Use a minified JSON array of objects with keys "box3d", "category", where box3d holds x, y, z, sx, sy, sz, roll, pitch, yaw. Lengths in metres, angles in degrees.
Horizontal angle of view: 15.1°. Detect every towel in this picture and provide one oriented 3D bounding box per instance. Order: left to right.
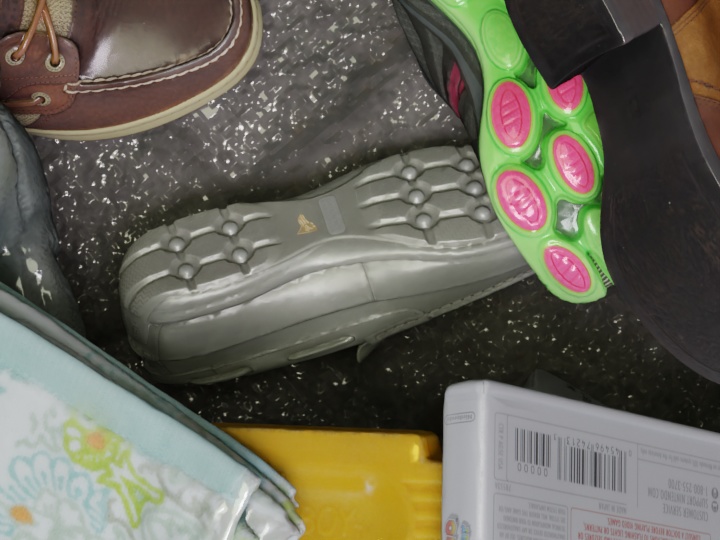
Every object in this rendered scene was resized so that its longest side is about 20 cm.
[{"box3d":[-0.131,0.102,0.945,0.199,0.048,0.172,32,101,23],"category":"towel"}]

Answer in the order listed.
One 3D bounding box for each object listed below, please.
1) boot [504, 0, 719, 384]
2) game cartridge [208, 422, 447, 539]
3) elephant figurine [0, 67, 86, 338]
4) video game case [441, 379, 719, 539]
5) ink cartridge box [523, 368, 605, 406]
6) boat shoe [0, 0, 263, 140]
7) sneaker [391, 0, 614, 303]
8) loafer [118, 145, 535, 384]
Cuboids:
[{"box3d":[0.156,-0.072,1.048,0.068,0.200,0.189,-32,89,45],"category":"boot"},{"box3d":[-0.044,0.154,0.950,0.175,0.032,0.201,0,91,21],"category":"game cartridge"},{"box3d":[-0.204,0.000,1.097,0.155,0.200,0.142,-39,104,-24],"category":"elephant figurine"},{"box3d":[0.101,0.143,0.947,0.023,0.199,0.183,-11,72,43],"category":"video game case"},{"box3d":[0.057,0.153,1.082,0.084,0.145,0.201,28,97,1],"category":"ink cartridge box"},{"box3d":[-0.141,-0.096,1.102,0.199,0.072,0.073,-2,77,8],"category":"boat shoe"},{"box3d":[0.064,-0.082,1.080,0.076,0.084,0.201,-22,78,0],"category":"sneaker"},{"box3d":[0.000,0.000,1.118,0.199,0.070,0.070,-12,134,-1],"category":"loafer"}]
